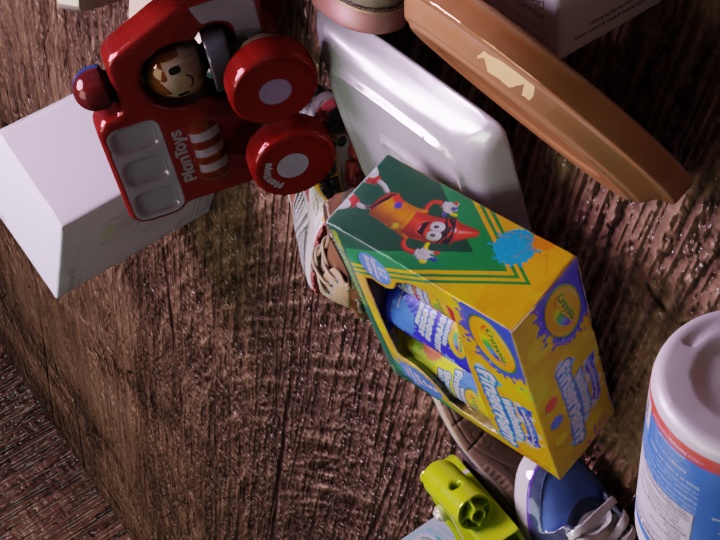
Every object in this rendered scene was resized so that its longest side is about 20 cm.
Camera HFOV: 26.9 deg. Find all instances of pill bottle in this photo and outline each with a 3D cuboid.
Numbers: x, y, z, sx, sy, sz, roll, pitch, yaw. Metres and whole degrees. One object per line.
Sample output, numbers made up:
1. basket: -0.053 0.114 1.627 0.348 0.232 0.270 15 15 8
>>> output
1. pill bottle: 0.222 0.127 0.897 0.112 0.112 0.200 43 154 35

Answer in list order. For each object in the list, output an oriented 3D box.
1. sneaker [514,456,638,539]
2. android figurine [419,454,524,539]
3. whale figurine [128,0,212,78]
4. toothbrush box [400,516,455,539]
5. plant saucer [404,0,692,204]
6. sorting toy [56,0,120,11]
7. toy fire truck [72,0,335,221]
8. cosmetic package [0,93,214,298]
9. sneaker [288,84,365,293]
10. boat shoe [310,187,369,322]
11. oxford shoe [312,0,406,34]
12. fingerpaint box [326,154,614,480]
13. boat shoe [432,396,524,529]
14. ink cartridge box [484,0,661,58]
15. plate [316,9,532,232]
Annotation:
1. sneaker: 0.204 0.223 1.113 0.146 0.080 0.201 3 119 58
2. android figurine: 0.104 0.223 1.195 0.200 0.041 0.182 44 164 57
3. whale figurine: -0.111 -0.227 1.219 0.200 0.104 0.160 -46 50 45
4. toothbrush box: 0.071 0.308 1.337 0.085 0.200 0.147 33 146 46
5. plant saucer: 0.098 -0.099 0.845 0.200 0.032 0.200 39 -175 -4
6. sorting toy: -0.176 -0.295 1.040 0.069 0.199 0.201 8 110 18
7. toy fire truck: -0.119 -0.126 1.113 0.200 0.167 0.112 76 172 -53
8. cosmetic package: -0.253 -0.097 1.529 0.123 0.200 0.199 55 158 11
9. sneaker: -0.025 -0.068 1.255 0.082 0.078 0.200 44 145 42
10. boat shoe: 0.000 0.000 1.172 0.200 0.074 0.076 54 -154 -64
11. oxford shoe: -0.033 -0.242 1.062 0.200 0.071 0.074 38 136 31
12. fingerpaint box: 0.080 0.036 1.053 0.167 0.073 0.200 31 159 32
13. boat shoe: 0.112 0.148 1.220 0.200 0.072 0.065 52 153 4
14. ink cartridge box: 0.084 -0.234 0.774 0.146 0.084 0.200 43 154 36
15. plate: 0.045 -0.076 1.080 0.200 0.032 0.200 40 162 36
